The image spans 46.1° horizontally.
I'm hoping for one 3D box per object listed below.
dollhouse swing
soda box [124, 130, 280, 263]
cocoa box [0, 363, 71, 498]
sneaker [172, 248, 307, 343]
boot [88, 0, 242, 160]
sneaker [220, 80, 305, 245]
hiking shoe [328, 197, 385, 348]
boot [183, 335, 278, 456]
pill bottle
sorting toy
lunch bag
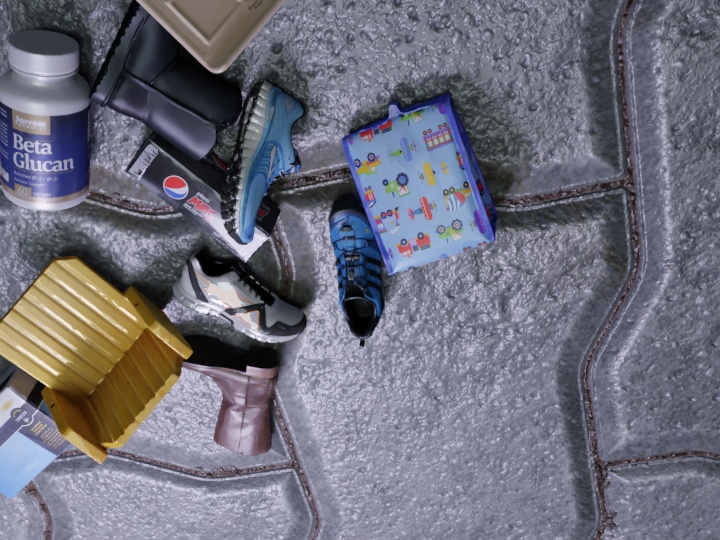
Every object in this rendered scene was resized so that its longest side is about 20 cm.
[{"bbox_3d":[-0.378,0.111,1.168,0.201,0.181,0.176,-49,131,-4],"label":"dollhouse swing"},{"bbox_3d":[-0.204,-0.105,1.114,0.199,0.071,0.063,39,122,-17],"label":"soda box"},{"bbox_3d":[-0.517,0.227,1.309,0.131,0.134,0.199,41,116,-20],"label":"cocoa box"},{"bbox_3d":[-0.165,0.037,1.199,0.197,0.074,0.081,21,119,-9],"label":"sneaker"},{"bbox_3d":[-0.213,-0.252,1.027,0.166,0.076,0.202,25,102,-28],"label":"boot"},{"bbox_3d":[-0.115,-0.128,1.056,0.089,0.078,0.204,15,90,-23],"label":"sneaker"},{"bbox_3d":[0.000,0.000,1.153,0.073,0.087,0.203,-8,121,10],"label":"hiking shoe"},{"bbox_3d":[-0.221,0.204,1.318,0.183,0.065,0.202,12,126,0],"label":"boot"},{"bbox_3d":[-0.394,-0.187,1.057,0.109,0.112,0.203,11,122,-2],"label":"pill bottle"},{"bbox_3d":[-0.174,-0.355,0.945,0.200,0.036,0.186,42,85,-17],"label":"sorting toy"},{"bbox_3d":[0.073,-0.119,1.083,0.148,0.094,0.203,-18,109,18],"label":"lunch bag"}]
